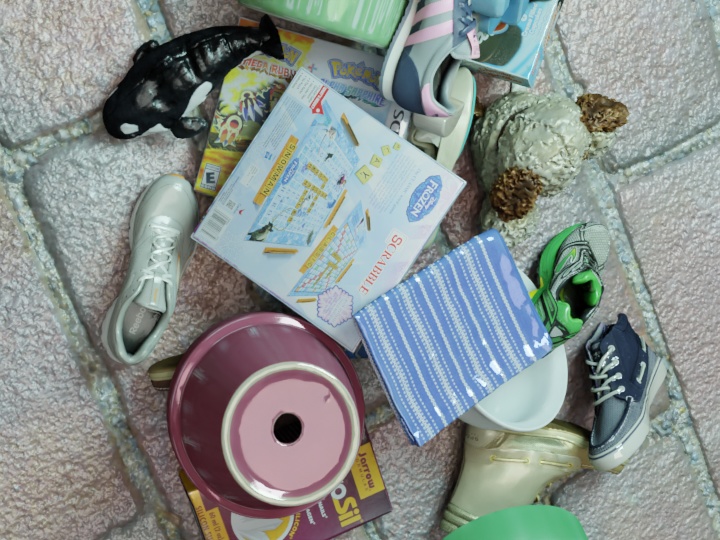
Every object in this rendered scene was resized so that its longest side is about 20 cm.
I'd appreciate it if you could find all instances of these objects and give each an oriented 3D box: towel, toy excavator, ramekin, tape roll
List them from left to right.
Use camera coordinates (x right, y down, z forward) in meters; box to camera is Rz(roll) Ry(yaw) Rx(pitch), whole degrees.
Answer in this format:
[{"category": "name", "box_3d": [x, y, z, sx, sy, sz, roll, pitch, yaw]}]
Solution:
[{"category": "ramekin", "box_3d": [-0.027, -0.283, 1.230, 0.197, 0.200, 0.099, 14, 101, -17]}, {"category": "towel", "box_3d": [0.095, 0.062, 1.233, 0.199, 0.024, 0.146, -31, 100, -31]}, {"category": "toy excavator", "box_3d": [0.111, -0.259, 1.242, 0.099, 0.196, 0.201, 25, 56, 15]}, {"category": "tape roll", "box_3d": [0.159, 0.336, 1.376, 0.197, 0.049, 0.202, -12, 137, -11]}]

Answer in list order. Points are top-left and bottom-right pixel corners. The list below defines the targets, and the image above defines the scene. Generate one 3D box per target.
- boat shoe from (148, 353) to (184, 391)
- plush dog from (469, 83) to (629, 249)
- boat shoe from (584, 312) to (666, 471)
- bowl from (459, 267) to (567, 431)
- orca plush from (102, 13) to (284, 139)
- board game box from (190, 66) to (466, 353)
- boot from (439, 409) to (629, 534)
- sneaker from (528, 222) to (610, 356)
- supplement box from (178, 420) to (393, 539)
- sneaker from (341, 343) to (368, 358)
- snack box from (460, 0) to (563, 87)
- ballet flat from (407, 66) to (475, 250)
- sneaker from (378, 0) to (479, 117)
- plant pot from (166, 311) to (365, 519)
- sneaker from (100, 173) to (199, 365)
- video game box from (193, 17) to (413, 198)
[{"category": "boat shoe", "box_3d": [-0.122, 0.123, 1.317, 0.197, 0.072, 0.073, -1, 96, -21]}, {"category": "plush dog", "box_3d": [0.182, -0.132, 1.314, 0.160, 0.172, 0.200, 44, 85, -16]}, {"category": "boat shoe", "box_3d": [0.273, 0.129, 1.386, 0.074, 0.200, 0.093, -31, 102, 34]}, {"category": "bowl", "box_3d": [0.124, 0.087, 1.349, 0.200, 0.090, 0.204, 23, 53, -35]}, {"category": "orca plush", "box_3d": [-0.171, -0.189, 1.235, 0.197, 0.071, 0.107, -14, 87, 7]}, {"category": "board game box", "box_3d": [-0.031, -0.059, 1.236, 0.198, 0.041, 0.201, 35, 94, 3]}, {"category": "boot", "box_3d": [0.195, 0.245, 1.418, 0.197, 0.073, 0.158, 15, 94, -18]}, {"category": "sneaker", "box_3d": [0.237, 0.016, 1.364, 0.078, 0.085, 0.201, 47, 46, -16]}, {"category": "supplement box", "box_3d": [-0.079, 0.233, 1.332, 0.198, 0.086, 0.112, -22, 102, -12]}, {"category": "sneaker", "box_3d": [0.000, 0.000, 1.330, 0.076, 0.076, 0.203, -14, 99, -17]}, {"category": "snack box", "box_3d": [0.158, -0.304, 1.321, 0.115, 0.037, 0.203, 19, 86, 17]}, {"category": "ballet flat", "box_3d": [0.069, -0.118, 1.327, 0.068, 0.069, 0.203, 9, 101, -16]}, {"category": "sneaker", "box_3d": [0.087, -0.239, 1.170, 0.081, 0.070, 0.202, 29, 116, 22]}, {"category": "plant pot", "box_3d": [-0.080, 0.143, 1.192, 0.197, 0.179, 0.203, 0, 91, -13]}, {"category": "sneaker", "box_3d": [-0.204, 0.004, 1.266, 0.075, 0.092, 0.203, 14, 93, -17]}, {"category": "video game box", "box_3d": [-0.051, -0.141, 1.280, 0.197, 0.047, 0.185, 15, 89, 4]}]
